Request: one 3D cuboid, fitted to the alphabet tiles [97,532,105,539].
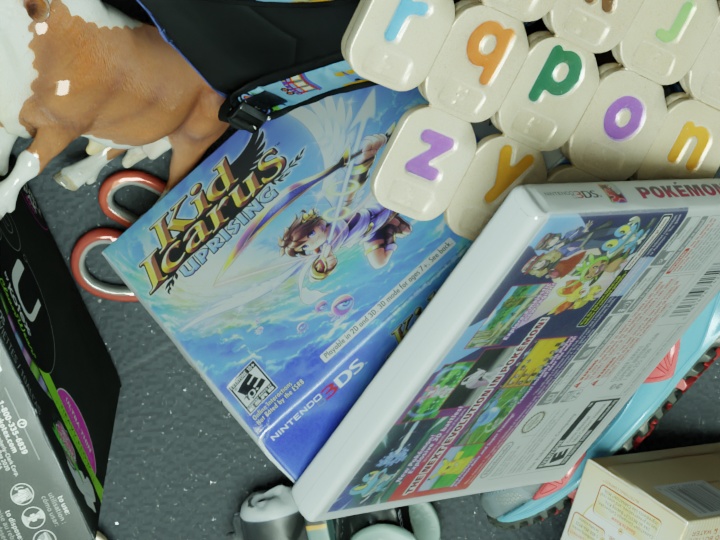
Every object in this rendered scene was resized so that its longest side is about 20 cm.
[{"bbox_3d":[-0.197,0.233,1.315,0.195,0.015,0.201,-31,106,9],"label":"alphabet tiles"}]

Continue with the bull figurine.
[{"bbox_3d":[-0.133,-0.085,1.145,0.199,0.065,0.122,11,118,-51],"label":"bull figurine"}]

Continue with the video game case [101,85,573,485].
[{"bbox_3d":[-0.007,-0.022,1.135,0.200,0.181,0.045,-42,131,-3],"label":"video game case"}]

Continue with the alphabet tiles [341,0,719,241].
[{"bbox_3d":[0.091,-0.100,1.030,0.199,0.015,0.196,20,104,-29],"label":"alphabet tiles"}]

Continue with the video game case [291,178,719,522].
[{"bbox_3d":[0.082,0.035,1.079,0.182,0.023,0.200,-4,139,-45],"label":"video game case"}]

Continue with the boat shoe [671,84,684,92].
[{"bbox_3d":[0.222,-0.065,1.204,0.072,0.072,0.200,-35,105,10],"label":"boat shoe"}]

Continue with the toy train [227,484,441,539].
[{"bbox_3d":[-0.005,0.204,1.280,0.113,0.085,0.201,-9,102,11],"label":"toy train"}]

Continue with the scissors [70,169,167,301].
[{"bbox_3d":[-0.066,0.025,1.256,0.200,0.014,0.073,37,102,-11],"label":"scissors"}]

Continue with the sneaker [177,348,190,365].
[{"bbox_3d":[0.000,0.000,1.217,0.199,0.112,0.078,-10,128,30],"label":"sneaker"}]

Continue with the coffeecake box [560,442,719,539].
[{"bbox_3d":[0.161,0.198,1.248,0.153,0.073,0.201,-2,115,-46],"label":"coffeecake box"}]

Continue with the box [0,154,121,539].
[{"bbox_3d":[-0.205,0.053,1.163,0.124,0.200,0.149,-21,107,4],"label":"box"}]

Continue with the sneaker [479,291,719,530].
[{"bbox_3d":[0.122,0.049,1.251,0.096,0.079,0.200,44,106,11],"label":"sneaker"}]

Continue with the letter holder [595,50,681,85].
[{"bbox_3d":[0.168,-0.192,1.087,0.141,0.101,0.201,5,130,12],"label":"letter holder"}]

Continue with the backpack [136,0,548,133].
[{"bbox_3d":[-0.006,-0.167,1.087,0.199,0.135,0.183,-9,153,21],"label":"backpack"}]
